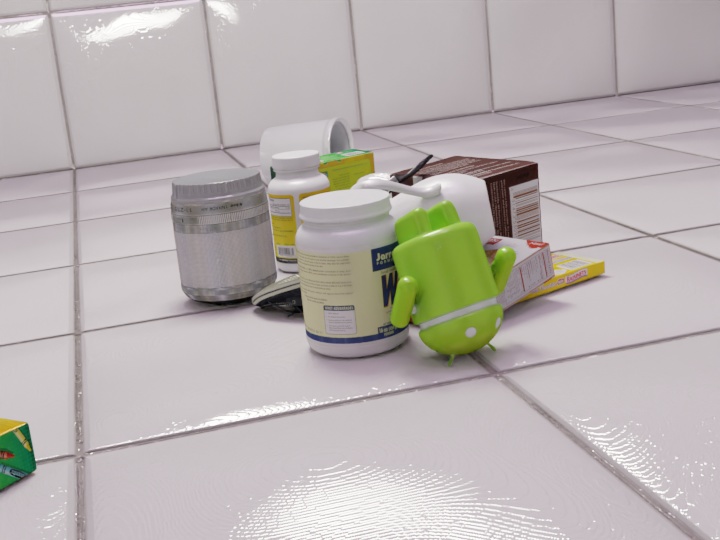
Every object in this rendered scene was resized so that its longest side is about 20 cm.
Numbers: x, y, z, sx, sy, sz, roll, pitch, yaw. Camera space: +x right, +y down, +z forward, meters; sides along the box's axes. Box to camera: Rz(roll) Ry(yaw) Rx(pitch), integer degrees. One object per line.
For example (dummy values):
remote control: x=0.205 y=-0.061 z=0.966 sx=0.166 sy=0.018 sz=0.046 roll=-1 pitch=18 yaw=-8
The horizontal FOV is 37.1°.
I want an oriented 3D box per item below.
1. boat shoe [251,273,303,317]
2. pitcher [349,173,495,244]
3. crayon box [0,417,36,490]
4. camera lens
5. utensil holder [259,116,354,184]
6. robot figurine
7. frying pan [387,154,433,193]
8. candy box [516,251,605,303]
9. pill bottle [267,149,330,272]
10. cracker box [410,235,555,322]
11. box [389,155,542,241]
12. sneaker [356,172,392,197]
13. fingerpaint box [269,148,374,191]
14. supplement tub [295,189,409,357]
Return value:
boat shoe: x=-0.089 y=0.037 z=1.627 sx=0.199 sy=0.063 sz=0.074 roll=-14 pitch=11 yaw=40
pitcher: x=0.086 y=-0.084 z=1.541 sx=0.198 sy=0.172 sz=0.122 roll=-11 pitch=57 yaw=5
crayon box: x=-0.462 y=0.199 z=1.147 sx=0.198 sy=0.059 sz=0.119 roll=2 pitch=16 yaw=30
camera lens: x=-0.222 y=-0.054 z=1.746 sx=0.158 sy=0.202 sz=0.160 roll=-5 pitch=14 yaw=1
utensil holder: x=-0.135 y=-0.294 z=2.720 sx=0.198 sy=0.172 sz=0.170 roll=-2 pitch=15 yaw=21
robot figurine: x=0.111 y=0.017 z=1.367 sx=0.174 sy=0.202 sz=0.116 roll=-16 pitch=-6 yaw=-27
frying pan: x=0.042 y=-0.130 z=1.710 sx=0.190 sy=0.031 sz=0.115 roll=-46 pitch=0 yaw=2
candy box: x=0.271 y=0.009 z=1.650 sx=0.198 sy=0.027 sz=0.102 roll=-16 pitch=16 yaw=-33
pill bottle: x=-0.105 y=-0.107 z=1.904 sx=0.111 sy=0.202 sz=0.113 roll=-5 pitch=14 yaw=1
cracker box: x=0.165 y=0.016 z=1.545 sx=0.199 sy=0.058 sz=0.133 roll=-29 pitch=25 yaw=-35
box: x=0.179 y=-0.093 z=1.802 sx=0.163 sy=0.168 sz=0.199 roll=-19 pitch=19 yaw=-38
sneaker: x=0.070 y=-0.101 z=1.930 sx=0.199 sy=0.078 sz=0.100 roll=29 pitch=50 yaw=10
fingerpaint box: x=-0.067 y=-0.132 z=2.055 sx=0.199 sy=0.169 sz=0.073 roll=-17 pitch=19 yaw=-34
supplement tub: x=-0.012 y=0.001 z=1.443 sx=0.143 sy=0.202 sz=0.145 roll=-5 pitch=14 yaw=1
